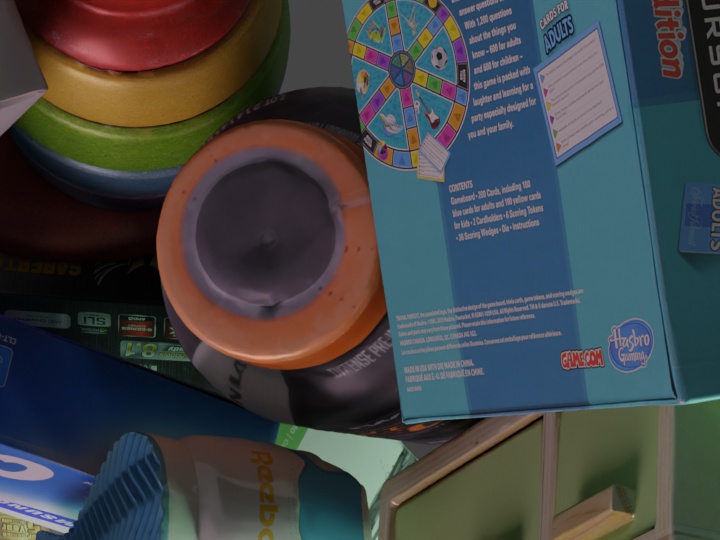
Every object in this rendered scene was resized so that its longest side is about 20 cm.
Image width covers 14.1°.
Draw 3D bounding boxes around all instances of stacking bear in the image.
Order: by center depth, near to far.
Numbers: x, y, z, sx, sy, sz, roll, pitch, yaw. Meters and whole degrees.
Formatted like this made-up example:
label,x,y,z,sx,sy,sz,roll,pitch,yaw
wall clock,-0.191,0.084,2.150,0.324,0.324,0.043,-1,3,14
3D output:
label,x,y,z,sx,sy,sz,roll,pitch,yaw
stacking bear,-0.077,-0.092,0.945,0.113,0.122,0.200,14,157,1

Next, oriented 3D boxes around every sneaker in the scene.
label,x,y,z,sx,sy,sz,roll,pitch,yaw
sneaker,-0.060,0.110,0.938,0.080,0.077,0.200,6,158,-20

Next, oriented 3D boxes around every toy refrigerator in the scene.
label,x,y,z,sx,sy,sz,roll,pitch,yaw
toy refrigerator,0.070,0.079,0.896,0.070,0.076,0.200,13,156,-22

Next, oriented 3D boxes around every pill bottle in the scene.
label,x,y,z,sx,sy,sz,roll,pitch,yaw
pill bottle,0.000,0.000,0.943,0.106,0.107,0.200,23,-178,17

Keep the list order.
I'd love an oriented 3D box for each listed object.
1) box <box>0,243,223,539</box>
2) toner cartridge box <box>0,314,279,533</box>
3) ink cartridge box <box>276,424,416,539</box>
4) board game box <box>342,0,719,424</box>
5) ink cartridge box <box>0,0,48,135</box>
label,x,y,z,sx,sy,sz,roll,pitch,yaw
box,-0.145,0.043,1.075,0.199,0.049,0.159,5,136,-2
toner cartridge box,-0.135,0.043,0.964,0.199,0.043,0.095,22,161,-30
ink cartridge box,-0.050,0.101,1.363,0.146,0.085,0.200,9,150,45
board game box,0.047,-0.066,0.728,0.047,0.201,0.151,-8,179,-25
ink cartridge box,-0.185,-0.117,0.919,0.201,0.084,0.146,68,157,2
